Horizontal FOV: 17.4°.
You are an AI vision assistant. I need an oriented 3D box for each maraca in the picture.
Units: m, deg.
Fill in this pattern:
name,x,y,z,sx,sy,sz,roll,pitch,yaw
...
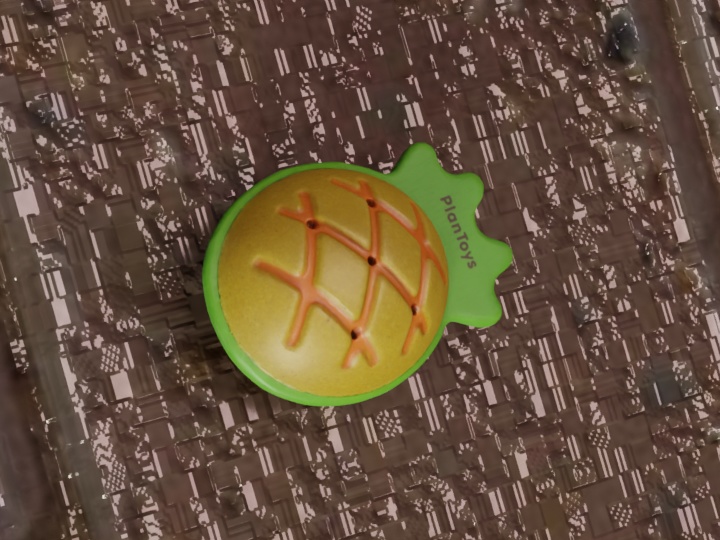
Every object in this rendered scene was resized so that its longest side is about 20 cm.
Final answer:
name,x,y,z,sx,sy,sz,roll,pitch,yaw
maraca,0.000,0.000,1.328,0.200,0.107,0.137,-22,90,-32
